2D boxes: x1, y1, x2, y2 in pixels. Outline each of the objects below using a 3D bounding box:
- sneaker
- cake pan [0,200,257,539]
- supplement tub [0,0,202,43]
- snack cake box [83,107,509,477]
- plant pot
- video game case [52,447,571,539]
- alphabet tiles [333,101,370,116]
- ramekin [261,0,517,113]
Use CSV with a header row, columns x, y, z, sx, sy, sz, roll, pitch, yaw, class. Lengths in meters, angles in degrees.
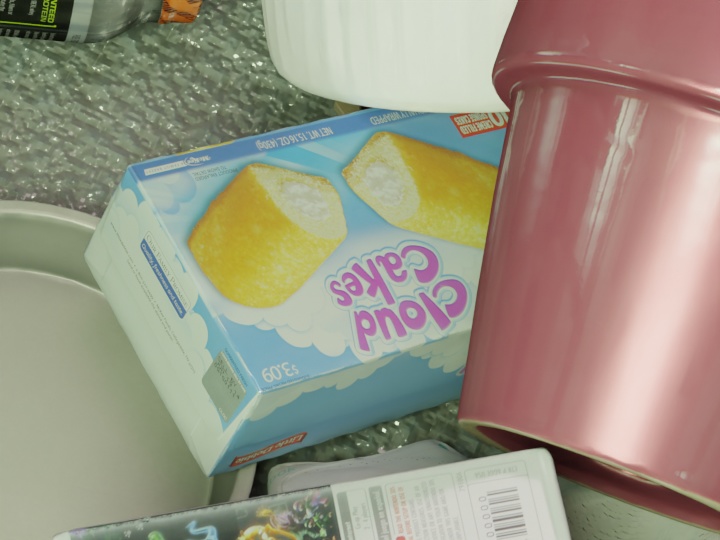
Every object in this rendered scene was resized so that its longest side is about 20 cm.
x,y,z,sx,sy,sz,roll,pitch,yaw,class
0.057,0.102,1.013,0.199,0.076,0.089,9,19,-22,sneaker
-0.142,0.065,0.996,0.199,0.037,0.201,7,58,-11,cake pan
-0.168,-0.165,1.077,0.199,0.123,0.123,5,59,-12,supplement tub
0.000,0.000,1.024,0.199,0.067,0.115,-16,63,-36,snack cake box
0.126,-0.003,0.922,0.199,0.200,0.180,22,82,-1,plant pot
-0.003,0.169,0.828,0.181,0.023,0.201,-9,64,-5,video game case
0.107,-0.029,1.135,0.167,0.008,0.200,-23,68,-26,alphabet tiles
0.047,-0.136,1.079,0.199,0.098,0.201,-2,18,1,ramekin
